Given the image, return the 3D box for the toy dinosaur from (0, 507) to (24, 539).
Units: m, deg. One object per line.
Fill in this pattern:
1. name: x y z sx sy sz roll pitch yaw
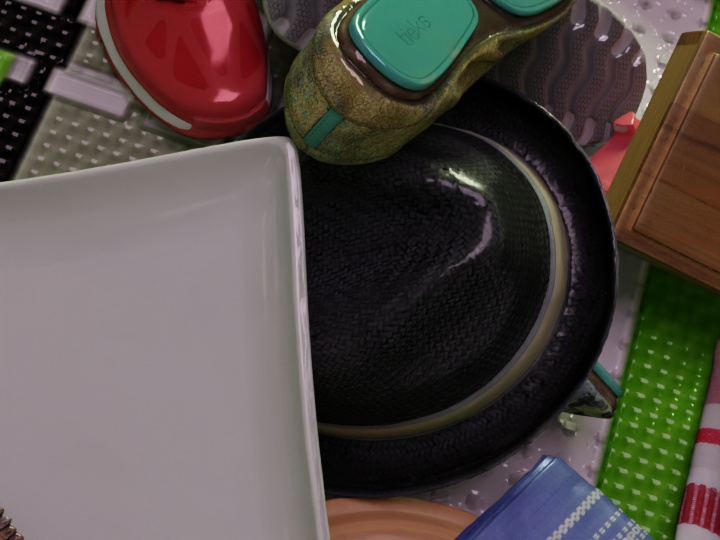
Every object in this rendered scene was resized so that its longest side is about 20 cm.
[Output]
1. toy dinosaur: -0.178 0.084 0.614 0.199 0.086 0.136 12 96 5

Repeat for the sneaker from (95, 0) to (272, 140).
1. sneaker: -0.091 -0.166 0.808 0.078 0.116 0.200 -18 65 -17

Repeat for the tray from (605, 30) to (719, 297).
1. tray: 0.213 -0.018 0.778 0.199 0.037 0.099 25 91 -10

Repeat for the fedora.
1. fedora: 0.000 0.000 0.703 0.200 0.092 0.201 -2 82 18

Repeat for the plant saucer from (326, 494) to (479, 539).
1. plant saucer: 0.013 0.183 0.688 0.199 0.032 0.201 4 62 -8

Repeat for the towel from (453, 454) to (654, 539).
1. towel: 0.100 0.182 0.678 0.200 0.024 0.145 44 61 12

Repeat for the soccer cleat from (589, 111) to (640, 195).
1. soccer cleat: 0.184 -0.059 0.833 0.200 0.077 0.067 -36 34 -11

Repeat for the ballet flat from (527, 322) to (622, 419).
1. ballet flat: 0.031 0.004 0.777 0.074 0.074 0.200 -31 69 -23

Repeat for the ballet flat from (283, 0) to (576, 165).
1. ballet flat: 0.029 -0.098 0.695 0.071 0.071 0.200 34 39 9

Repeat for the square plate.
1. square plate: -0.106 0.060 0.669 0.199 0.028 0.199 -8 83 17

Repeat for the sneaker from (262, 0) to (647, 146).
1. sneaker: 0.046 -0.119 0.832 0.199 0.082 0.075 19 102 -18

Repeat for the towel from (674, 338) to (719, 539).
1. towel: 0.204 0.133 0.746 0.144 0.023 0.200 19 57 1
